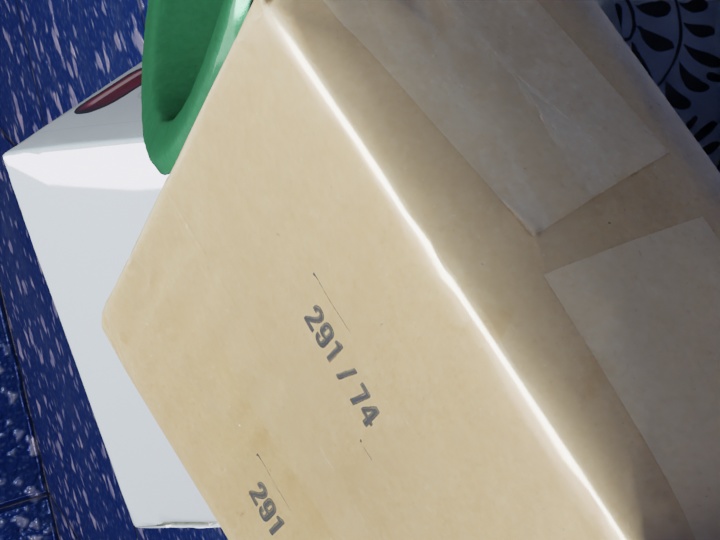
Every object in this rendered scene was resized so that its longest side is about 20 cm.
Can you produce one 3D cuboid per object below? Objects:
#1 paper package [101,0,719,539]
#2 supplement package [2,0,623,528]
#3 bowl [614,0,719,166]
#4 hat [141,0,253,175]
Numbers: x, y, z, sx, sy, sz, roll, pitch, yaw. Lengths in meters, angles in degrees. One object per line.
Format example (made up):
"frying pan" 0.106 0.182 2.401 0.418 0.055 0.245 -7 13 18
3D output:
"paper package" 0.031 0.031 0.844 0.200 0.103 0.191 56 146 17
"supplement package" 0.000 0.000 1.039 0.199 0.111 0.156 -3 114 36
"bowl" 0.035 -0.081 1.111 0.200 0.094 0.201 19 124 32
"hat" 0.036 -0.102 0.952 0.200 0.175 0.166 134 144 -66
